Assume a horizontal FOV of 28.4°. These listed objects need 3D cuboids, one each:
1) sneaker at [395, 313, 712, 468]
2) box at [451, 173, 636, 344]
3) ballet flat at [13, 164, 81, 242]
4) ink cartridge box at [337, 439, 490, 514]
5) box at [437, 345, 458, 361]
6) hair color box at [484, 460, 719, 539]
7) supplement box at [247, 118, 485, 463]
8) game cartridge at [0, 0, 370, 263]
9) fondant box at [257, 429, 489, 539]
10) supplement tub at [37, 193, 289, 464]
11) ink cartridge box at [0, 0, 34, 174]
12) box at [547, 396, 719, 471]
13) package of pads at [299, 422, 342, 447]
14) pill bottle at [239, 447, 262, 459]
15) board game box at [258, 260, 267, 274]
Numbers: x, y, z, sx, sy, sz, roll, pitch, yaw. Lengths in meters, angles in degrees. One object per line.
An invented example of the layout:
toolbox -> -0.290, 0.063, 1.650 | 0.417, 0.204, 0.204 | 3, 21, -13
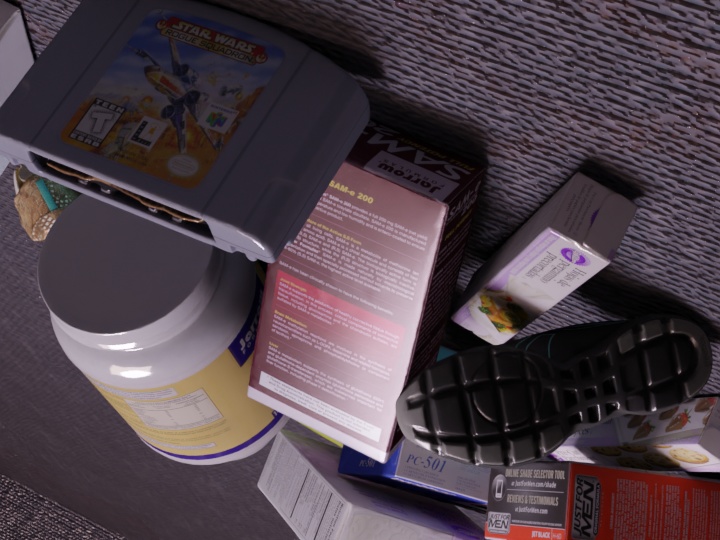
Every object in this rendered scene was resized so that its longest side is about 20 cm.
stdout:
sneaker -> 0.117, 0.075, 0.888 | 0.199, 0.076, 0.079 | -10, -178, -10
box -> 0.105, -0.001, 0.861 | 0.039, 0.042, 0.200 | 29, 159, -3
ballet flat -> -0.256, -0.065, 1.177 | 0.065, 0.070, 0.200 | 64, 167, -12
ink cartridge box -> 0.092, 0.164, 1.124 | 0.200, 0.044, 0.094 | 20, 166, -26
box -> 0.054, 0.084, 1.056 | 0.200, 0.049, 0.082 | 24, 170, -37
hair color box -> 0.200, 0.176, 1.029 | 0.199, 0.061, 0.101 | 11, 169, -26
supplement box -> -0.001, 0.010, 0.887 | 0.109, 0.061, 0.200 | 25, 127, 17
game cartridge -> -0.103, -0.092, 0.817 | 0.199, 0.133, 0.042 | 21, 158, 21
fondant box -> 0.013, 0.200, 1.154 | 0.144, 0.058, 0.200 | 21, -176, -21
supplement tub -> -0.130, 0.037, 1.002 | 0.145, 0.146, 0.200 | 20, 157, 24
ink cartridge box -> -0.339, -0.166, 1.035 | 0.200, 0.084, 0.144 | 28, 159, 7
box -> 0.201, 0.121, 1.040 | 0.041, 0.039, 0.200 | 37, 159, -19
package of pads -> -0.008, 0.096, 1.223 | 0.154, 0.068, 0.200 | 31, 160, 0
pill bottle -> -0.147, 0.094, 1.341 | 0.112, 0.112, 0.200 | 21, 158, 23
board game box -> -0.137, -0.064, 1.052 | 0.200, 0.047, 0.151 | 36, 159, -15
